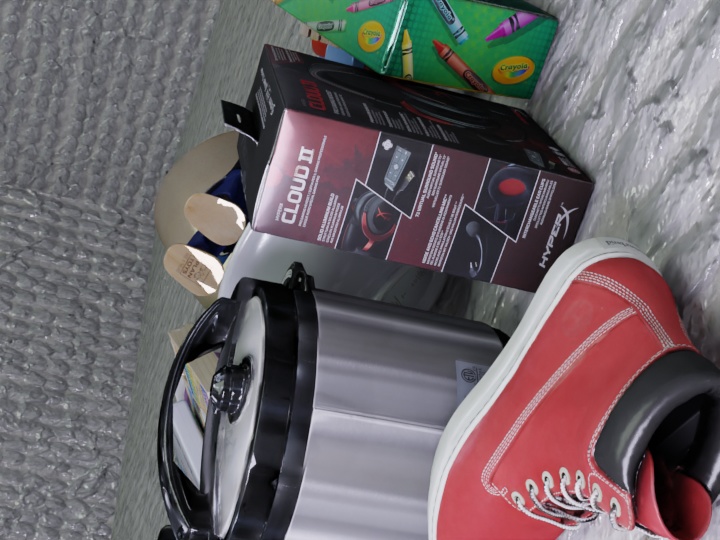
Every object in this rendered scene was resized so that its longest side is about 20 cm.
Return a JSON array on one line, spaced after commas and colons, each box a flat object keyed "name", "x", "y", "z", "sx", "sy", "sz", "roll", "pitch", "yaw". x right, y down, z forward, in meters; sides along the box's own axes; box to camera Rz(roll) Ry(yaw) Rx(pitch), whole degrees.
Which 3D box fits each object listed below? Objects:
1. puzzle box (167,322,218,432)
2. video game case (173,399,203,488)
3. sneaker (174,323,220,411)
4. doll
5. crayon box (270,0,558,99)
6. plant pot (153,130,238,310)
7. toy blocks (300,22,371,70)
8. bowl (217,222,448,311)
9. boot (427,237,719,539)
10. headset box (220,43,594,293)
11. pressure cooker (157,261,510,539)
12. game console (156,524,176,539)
[{"name": "puzzle box", "x": -0.112, "y": 0.157, "z": 1.017, "sx": 0.133, "sy": 0.025, "sz": 0.200, "roll": 39, "pitch": 146, "yaw": 60}, {"name": "video game case", "x": -0.120, "y": 0.240, "z": 1.064, "sx": 0.200, "sy": 0.022, "sz": 0.182, "roll": 59, "pitch": 161, "yaw": 30}, {"name": "sneaker", "x": -0.119, "y": 0.139, "z": 1.144, "sx": 0.200, "sy": 0.075, "sz": 0.100, "roll": 62, "pitch": -179, "yaw": -10}, {"name": "doll", "x": -0.096, "y": -0.042, "z": 0.885, "sx": 0.200, "sy": 0.048, "sz": 0.137, "roll": -67, "pitch": 2, "yaw": -71}, {"name": "crayon box", "x": 0.024, "y": -0.181, "z": 0.806, "sx": 0.200, "sy": 0.119, "sz": 0.058, "roll": 44, "pitch": 124, "yaw": 50}, {"name": "plant pot", "x": -0.090, "y": -0.005, "z": 1.153, "sx": 0.200, "sy": 0.187, "sz": 0.188, "roll": -114, "pitch": 37, "yaw": -45}, {"name": "toy blocks", "x": 0.005, "y": -0.209, "z": 0.997, "sx": 0.200, "sy": 0.100, "sz": 0.137, "roll": -41, "pitch": -32, "yaw": -59}, {"name": "bowl", "x": 0.000, "y": 0.000, "z": 0.847, "sx": 0.201, "sy": 0.090, "sz": 0.201, "roll": -42, "pitch": -24, "yaw": -23}, {"name": "boot", "x": 0.093, "y": 0.102, "z": 0.532, "sx": 0.144, "sy": 0.072, "sz": 0.200, "roll": -106, "pitch": 35, "yaw": -59}, {"name": "headset box", "x": 0.014, "y": -0.065, "z": 0.701, "sx": 0.149, "sy": 0.200, "sz": 0.075, "roll": -109, "pitch": 34, "yaw": -65}, {"name": "pressure cooker", "x": -0.017, "y": 0.096, "z": 0.692, "sx": 0.176, "sy": 0.200, "sz": 0.179, "roll": -118, "pitch": 42, "yaw": -67}, {"name": "game console", "x": -0.167, "y": 0.389, "z": 1.195, "sx": 0.173, "sy": 0.118, "sz": 0.200, "roll": -97, "pitch": 23, "yaw": -52}]
